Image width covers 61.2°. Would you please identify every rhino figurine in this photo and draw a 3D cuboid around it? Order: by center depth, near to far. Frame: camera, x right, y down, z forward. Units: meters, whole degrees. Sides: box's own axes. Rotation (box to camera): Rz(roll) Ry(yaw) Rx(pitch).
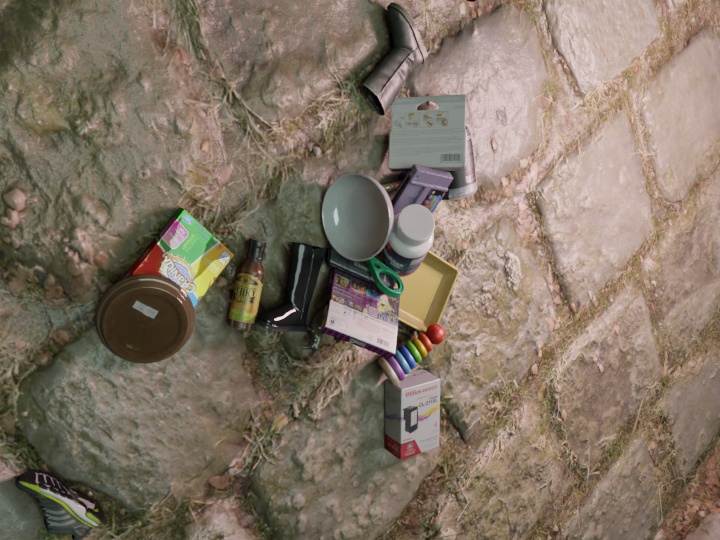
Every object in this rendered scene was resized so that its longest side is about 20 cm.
[{"bbox_3d":[-0.072,0.132,1.509,0.198,0.059,0.089,-35,101,-25],"label":"rhino figurine"}]

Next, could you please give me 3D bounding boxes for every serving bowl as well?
[{"bbox_3d":[0.002,-0.130,1.445,0.065,0.195,0.207,-19,111,-54],"label":"serving bowl"}]

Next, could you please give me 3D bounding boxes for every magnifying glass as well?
[{"bbox_3d":[0.034,-0.015,1.498,0.079,0.201,0.023,-20,154,-52],"label":"magnifying glass"}]

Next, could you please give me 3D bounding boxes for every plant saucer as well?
[{"bbox_3d":[-0.437,0.106,1.240,0.193,0.030,0.206,-8,116,-16],"label":"plant saucer"},{"bbox_3d":[0.158,0.051,1.659,0.197,0.048,0.205,28,82,-34],"label":"plant saucer"}]

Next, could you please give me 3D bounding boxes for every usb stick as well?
[{"bbox_3d":[0.000,0.000,1.497,0.195,0.056,0.033,24,125,-20],"label":"usb stick"}]

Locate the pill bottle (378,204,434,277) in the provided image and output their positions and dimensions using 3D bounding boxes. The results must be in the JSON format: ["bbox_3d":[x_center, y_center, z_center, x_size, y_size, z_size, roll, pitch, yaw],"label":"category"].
[{"bbox_3d":[0.114,-0.075,1.484,0.115,0.201,0.124,3,68,-8],"label":"pill bottle"}]

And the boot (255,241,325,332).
[{"bbox_3d":[-0.162,0.035,1.412,0.163,0.064,0.206,9,98,-61],"label":"boot"}]

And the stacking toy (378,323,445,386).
[{"bbox_3d":[0.146,0.218,1.634,0.197,0.085,0.087,-35,117,-7],"label":"stacking toy"}]

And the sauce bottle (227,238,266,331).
[{"bbox_3d":[-0.252,0.031,1.369,0.063,0.064,0.207,9,93,-34],"label":"sauce bottle"}]

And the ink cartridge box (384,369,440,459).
[{"bbox_3d":[0.144,0.398,1.695,0.142,0.082,0.207,-8,104,-31],"label":"ink cartridge box"}]

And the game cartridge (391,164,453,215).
[{"bbox_3d":[0.139,-0.172,1.543,0.126,0.039,0.202,8,133,-30],"label":"game cartridge"}]

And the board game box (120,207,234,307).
[{"bbox_3d":[-0.385,-0.003,1.285,0.153,0.040,0.202,44,75,-32],"label":"board game box"}]

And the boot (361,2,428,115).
[{"bbox_3d":[0.066,-0.514,1.484,0.200,0.072,0.183,-45,118,-11],"label":"boot"}]

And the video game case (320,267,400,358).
[{"bbox_3d":[0.005,0.096,1.490,0.195,0.036,0.186,22,54,-20],"label":"video game case"}]

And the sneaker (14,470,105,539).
[{"bbox_3d":[-0.607,0.475,1.211,0.081,0.073,0.201,-47,119,-13],"label":"sneaker"}]

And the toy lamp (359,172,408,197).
[{"bbox_3d":[0.068,-0.211,1.542,0.195,0.058,0.060,-16,108,-31],"label":"toy lamp"}]

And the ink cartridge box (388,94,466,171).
[{"bbox_3d":[0.168,-0.340,1.519,0.043,0.193,0.180,23,69,-75],"label":"ink cartridge box"}]

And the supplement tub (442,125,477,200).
[{"bbox_3d":[0.239,-0.298,1.601,0.120,0.121,0.207,-20,110,-28],"label":"supplement tub"}]
